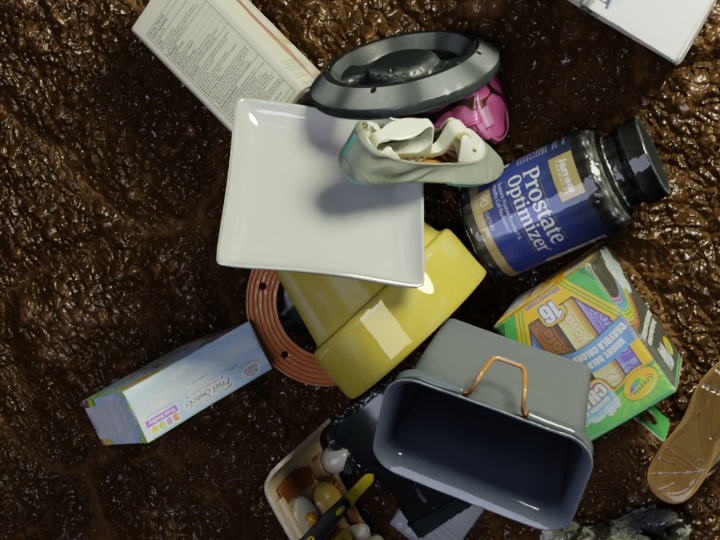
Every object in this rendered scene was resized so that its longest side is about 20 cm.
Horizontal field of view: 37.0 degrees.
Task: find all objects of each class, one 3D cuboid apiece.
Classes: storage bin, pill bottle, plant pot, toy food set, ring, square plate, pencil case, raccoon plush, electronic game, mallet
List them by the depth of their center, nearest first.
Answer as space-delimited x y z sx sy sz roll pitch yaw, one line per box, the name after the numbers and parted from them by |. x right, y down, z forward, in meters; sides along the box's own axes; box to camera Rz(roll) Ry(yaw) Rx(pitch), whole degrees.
0.130 0.127 1.033 0.198 0.135 0.147 18 128 10 | storage bin
-0.034 -0.074 1.060 0.197 0.200 0.029 7 148 -7 | square plate
0.045 -0.200 1.102 0.197 0.201 0.042 -2 121 20 | electronic game
0.211 -0.077 1.116 0.198 0.112 0.113 -25 94 23 | pill bottle
0.000 0.000 1.142 0.189 0.201 0.201 47 113 1 | plant pot
0.057 -0.158 1.163 0.198 0.094 0.092 -10 99 21 | pencil case
0.315 0.341 1.216 0.199 0.096 0.135 2 120 49 | raccoon plush
-0.034 0.033 1.236 0.198 0.019 0.203 -2 98 -14 | ring
-0.006 0.270 1.239 0.041 0.200 0.066 -30 102 44 | mallet
-0.023 0.289 1.271 0.060 0.143 0.202 -28 92 27 | toy food set

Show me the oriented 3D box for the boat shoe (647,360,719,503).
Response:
0.379 0.162 1.140 0.072 0.072 0.201 36 91 26 | boat shoe

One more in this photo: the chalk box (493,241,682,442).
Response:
0.255 0.094 1.135 0.123 0.125 0.201 -34 89 23 | chalk box

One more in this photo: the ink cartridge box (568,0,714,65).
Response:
0.242 -0.286 1.035 0.199 0.146 0.087 32 110 9 | ink cartridge box

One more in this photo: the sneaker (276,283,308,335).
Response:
-0.097 -0.020 1.272 0.074 0.084 0.202 -26 115 -20 | sneaker

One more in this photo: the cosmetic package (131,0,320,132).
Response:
-0.146 -0.243 1.218 0.200 0.087 0.103 46 114 3 | cosmetic package

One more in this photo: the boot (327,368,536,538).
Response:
0.071 0.175 1.137 0.198 0.073 0.163 -41 88 28 | boot

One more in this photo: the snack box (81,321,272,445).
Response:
-0.217 0.134 1.246 0.068 0.168 0.200 62 152 -3 | snack box

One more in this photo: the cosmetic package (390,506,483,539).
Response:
0.125 0.219 1.223 0.090 0.107 0.201 37 114 7 | cosmetic package

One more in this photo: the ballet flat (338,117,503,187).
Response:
0.072 -0.118 1.048 0.068 0.198 0.064 58 139 34 | ballet flat
